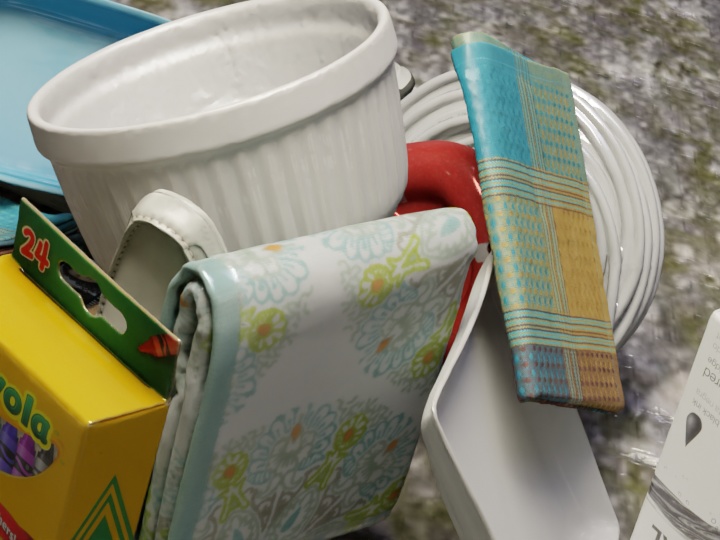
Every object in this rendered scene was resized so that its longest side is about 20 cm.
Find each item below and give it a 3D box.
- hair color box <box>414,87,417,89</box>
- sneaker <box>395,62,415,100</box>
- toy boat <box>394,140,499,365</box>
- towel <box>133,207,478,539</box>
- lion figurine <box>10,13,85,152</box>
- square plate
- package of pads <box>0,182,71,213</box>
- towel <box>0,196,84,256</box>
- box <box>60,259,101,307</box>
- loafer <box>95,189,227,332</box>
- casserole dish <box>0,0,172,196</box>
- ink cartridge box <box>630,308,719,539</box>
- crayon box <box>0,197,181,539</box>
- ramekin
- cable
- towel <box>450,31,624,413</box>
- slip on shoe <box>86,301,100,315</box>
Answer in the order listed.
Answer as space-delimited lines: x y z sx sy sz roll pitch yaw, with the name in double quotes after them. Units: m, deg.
0.069 -0.048 1.492 0.109 0.065 0.200 19 24 -37 "hair color box"
-0.035 -0.152 1.451 0.115 0.076 0.201 49 3 -20 "sneaker"
0.000 0.000 1.259 0.199 0.131 0.131 -10 5 17 "toy boat"
-0.034 0.065 1.114 0.171 0.201 0.048 -16 44 -40 "towel"
-0.250 -0.135 1.338 0.199 0.123 0.072 9 -11 -30 "lion figurine"
0.083 0.110 1.165 0.028 0.201 0.198 -15 21 21 "square plate"
-0.140 -0.091 1.471 0.154 0.069 0.200 22 30 11 "package of pads"
-0.275 -0.032 1.271 0.199 0.022 0.146 18 23 38 "towel"
-0.108 0.059 1.249 0.199 0.050 0.075 27 29 16 "box"
-0.106 0.050 1.112 0.070 0.201 0.070 26 42 23 "loafer"
-0.172 -0.101 1.318 0.199 0.122 0.039 13 -12 -34 "casserole dish"
0.228 0.133 1.156 0.083 0.201 0.145 -13 41 -37 "ink cartridge box"
-0.157 0.084 1.023 0.051 0.201 0.127 -14 41 -43 "crayon box"
-0.068 -0.065 1.182 0.199 0.106 0.200 -13 21 5 "ramekin"
0.087 -0.021 1.343 0.199 0.201 0.069 23 6 16 "cable"
0.098 -0.023 1.221 0.022 0.201 0.146 -14 -12 25 "towel"
-0.193 0.051 1.148 0.199 0.076 0.061 -32 85 -30 "slip on shoe"
